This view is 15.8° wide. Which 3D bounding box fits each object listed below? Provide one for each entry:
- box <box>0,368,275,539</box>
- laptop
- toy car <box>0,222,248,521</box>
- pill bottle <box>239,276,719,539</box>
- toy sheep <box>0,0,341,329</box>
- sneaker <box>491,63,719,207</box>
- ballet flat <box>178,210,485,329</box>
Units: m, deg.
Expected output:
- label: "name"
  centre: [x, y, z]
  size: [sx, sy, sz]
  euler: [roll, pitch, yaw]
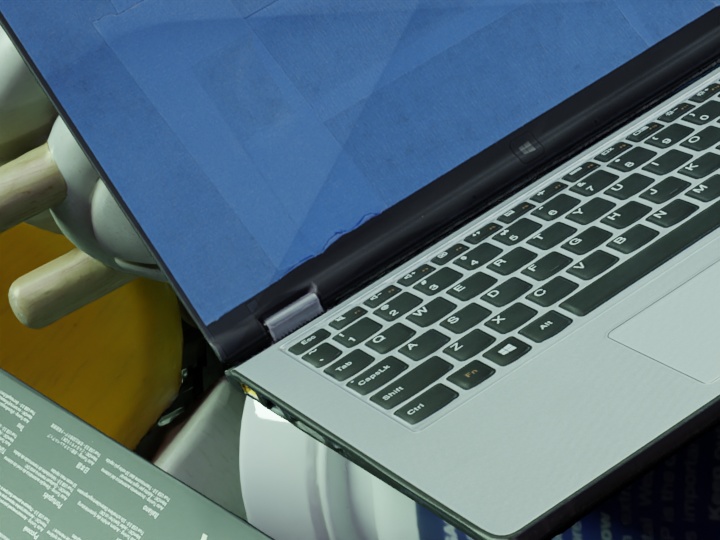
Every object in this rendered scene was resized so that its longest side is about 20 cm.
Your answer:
- label: "box"
  centre: [-0.006, 0.107, 0.608]
  size: [0.200, 0.160, 0.044]
  euler: [26, 75, 48]
- label: "laptop"
  centre: [0.038, -0.059, 0.583]
  size: [0.187, 0.116, 0.200]
  euler: [-32, 27, -17]
- label: "toy car"
  centre: [-0.135, 0.062, 0.779]
  size: [0.200, 0.175, 0.150]
  euler: [-49, 6, -6]
- label: "pill bottle"
  centre: [0.072, 0.047, 0.624]
  size: [0.199, 0.120, 0.120]
  euler: [1, 57, 40]
- label: "toy sheep"
  centre: [-0.055, -0.059, 0.688]
  size: [0.138, 0.138, 0.201]
  euler: [-32, 63, 14]
- label: "sneaker"
  centre: [0.087, -0.070, 0.689]
  size: [0.199, 0.112, 0.077]
  euler: [11, 31, 30]
- label: "ballet flat"
  centre: [0.000, 0.000, 0.769]
  size: [0.199, 0.063, 0.069]
  euler: [7, 62, 43]
